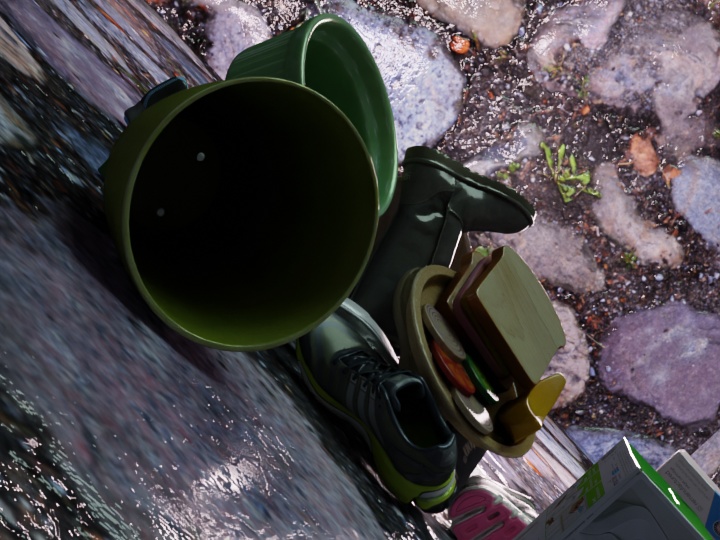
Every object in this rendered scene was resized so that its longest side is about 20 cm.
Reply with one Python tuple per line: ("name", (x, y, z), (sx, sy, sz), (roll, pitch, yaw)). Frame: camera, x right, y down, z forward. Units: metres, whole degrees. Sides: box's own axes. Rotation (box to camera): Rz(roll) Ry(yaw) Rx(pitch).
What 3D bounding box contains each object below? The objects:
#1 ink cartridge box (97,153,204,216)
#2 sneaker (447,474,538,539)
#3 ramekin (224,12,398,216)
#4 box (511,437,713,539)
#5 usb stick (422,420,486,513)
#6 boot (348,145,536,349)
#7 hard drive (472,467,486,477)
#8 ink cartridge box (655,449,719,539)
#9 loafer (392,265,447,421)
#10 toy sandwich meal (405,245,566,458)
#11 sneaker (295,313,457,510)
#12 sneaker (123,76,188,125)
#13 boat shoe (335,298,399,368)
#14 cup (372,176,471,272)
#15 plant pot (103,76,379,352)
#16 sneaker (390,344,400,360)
("ink cartridge box", (-0.116, -0.036, 1.286), (0.200, 0.083, 0.147), (47, 4, 10))
("sneaker", (0.157, 0.257, 1.362), (0.200, 0.074, 0.087), (41, 12, -11))
("ramekin", (-0.049, -0.138, 1.423), (0.200, 0.097, 0.201), (37, 47, -55))
("box", (0.166, 0.223, 1.097), (0.097, 0.176, 0.200), (47, 4, 5))
("usb stick", (0.098, 0.152, 1.355), (0.200, 0.032, 0.056), (-44, 124, -54))
("boot", (0.082, -0.005, 1.507), (0.181, 0.201, 0.072), (23, -19, -23))
("hard drive", (0.137, 0.253, 1.519), (0.200, 0.027, 0.132), (50, 6, 28))
("ink cartridge box", (0.412, 0.364, 2.011), (0.147, 0.200, 0.145), (48, 7, 14))
("loafer", (0.075, 0.066, 1.379), (0.076, 0.067, 0.201), (45, 29, -33))
("toy sandwich meal", (0.118, 0.068, 1.295), (0.205, 0.070, 0.206), (41, 32, -33))
("sneaker", (0.020, 0.102, 1.243), (0.200, 0.074, 0.081), (48, -36, 22))
("sneaker", (-0.163, -0.121, 1.601), (0.200, 0.082, 0.073), (46, 2, -28))
("boat shoe", (0.002, 0.102, 1.359), (0.200, 0.070, 0.066), (53, 16, -10))
("cup", (0.000, 0.000, 1.578), (0.143, 0.201, 0.200), (4, -32, 50))
("plant pot", (-0.114, -0.056, 1.081), (0.187, 0.187, 0.200), (44, -10, -27))
("sneaker", (0.034, 0.121, 1.437), (0.199, 0.077, 0.076), (28, 8, -14))
